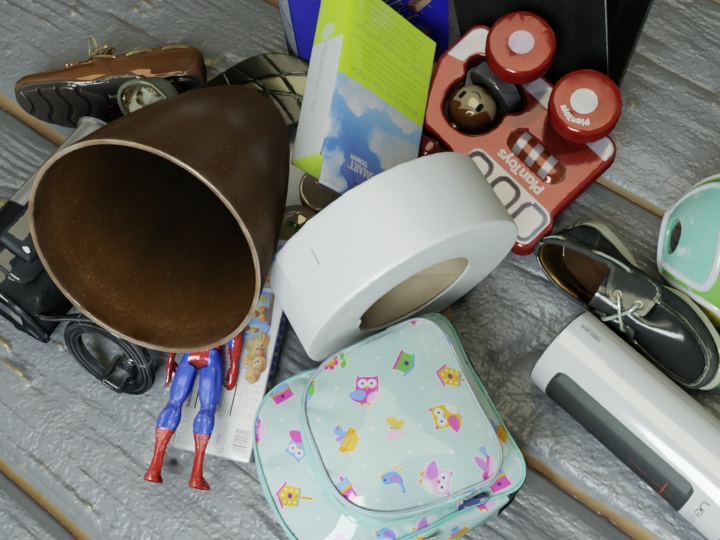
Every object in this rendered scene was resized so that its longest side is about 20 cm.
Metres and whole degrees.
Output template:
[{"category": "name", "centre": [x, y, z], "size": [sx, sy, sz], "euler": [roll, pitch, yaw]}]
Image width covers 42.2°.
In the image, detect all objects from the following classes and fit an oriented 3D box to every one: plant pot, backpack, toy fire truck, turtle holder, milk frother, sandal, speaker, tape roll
[{"category": "plant pot", "centre": [0.197, -0.315, 0.959], "size": [0.176, 0.200, 0.201], "euler": [14, 63, 24]}, {"category": "backpack", "centre": [0.014, 0.144, 0.747], "size": [0.199, 0.153, 0.176], "euler": [-26, 68, -2]}, {"category": "toy fire truck", "centre": [0.141, -0.135, 0.898], "size": [0.168, 0.112, 0.200], "euler": [-43, 77, -7]}, {"category": "turtle holder", "centre": [0.336, 0.000, 0.816], "size": [0.141, 0.187, 0.131], "euler": [-22, 20, -40]}, {"category": "milk frother", "centre": [-0.239, -0.012, 0.872], "size": [0.200, 0.180, 0.188], "euler": [45, 68, -22]}, {"category": "sandal", "centre": [-0.124, -0.167, 0.961], "size": [0.200, 0.057, 0.080], "euler": [-12, 84, 20]}, {"category": "speaker", "centre": [0.241, 0.127, 0.775], "size": [0.081, 0.081, 0.200], "euler": [-40, 67, -16]}, {"category": "plant pot", "centre": [-0.135, -0.069, 0.766], "size": [0.186, 0.188, 0.200], "euler": [12, 38, 10]}, {"category": "tape roll", "centre": [0.027, -0.007, 0.766], "size": [0.202, 0.203, 0.071], "euler": [-28, 73, -10]}]

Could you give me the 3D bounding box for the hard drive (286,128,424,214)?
[{"category": "hard drive", "centre": [-0.012, -0.112, 0.951], "size": [0.199, 0.026, 0.132], "euler": [-30, 64, -11]}]

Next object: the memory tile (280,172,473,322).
[{"category": "memory tile", "centre": [0.000, 0.000, 0.878], "size": [0.199, 0.017, 0.154], "euler": [32, 72, 11]}]

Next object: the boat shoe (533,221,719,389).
[{"category": "boat shoe", "centre": [0.229, 0.033, 0.812], "size": [0.067, 0.072, 0.200], "euler": [-6, 41, -35]}]

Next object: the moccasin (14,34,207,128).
[{"category": "moccasin", "centre": [-0.265, -0.204, 0.995], "size": [0.200, 0.074, 0.078], "euler": [-13, 53, 1]}]

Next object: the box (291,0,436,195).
[{"category": "box", "centre": [0.005, -0.147, 0.860], "size": [0.047, 0.122, 0.201], "euler": [-8, 65, 44]}]

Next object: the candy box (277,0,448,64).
[{"category": "candy box", "centre": [0.002, -0.279, 0.940], "size": [0.168, 0.200, 0.077], "euler": [-22, 63, -8]}]

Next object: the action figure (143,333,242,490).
[{"category": "action figure", "centre": [-0.138, 0.083, 0.802], "size": [0.065, 0.052, 0.201], "euler": [7, 72, 6]}]

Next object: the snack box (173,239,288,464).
[{"category": "snack box", "centre": [-0.109, 0.067, 0.839], "size": [0.071, 0.024, 0.201], "euler": [10, 78, 10]}]

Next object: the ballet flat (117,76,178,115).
[{"category": "ballet flat", "centre": [-0.174, -0.107, 0.917], "size": [0.067, 0.064, 0.200], "euler": [-42, 78, 25]}]
